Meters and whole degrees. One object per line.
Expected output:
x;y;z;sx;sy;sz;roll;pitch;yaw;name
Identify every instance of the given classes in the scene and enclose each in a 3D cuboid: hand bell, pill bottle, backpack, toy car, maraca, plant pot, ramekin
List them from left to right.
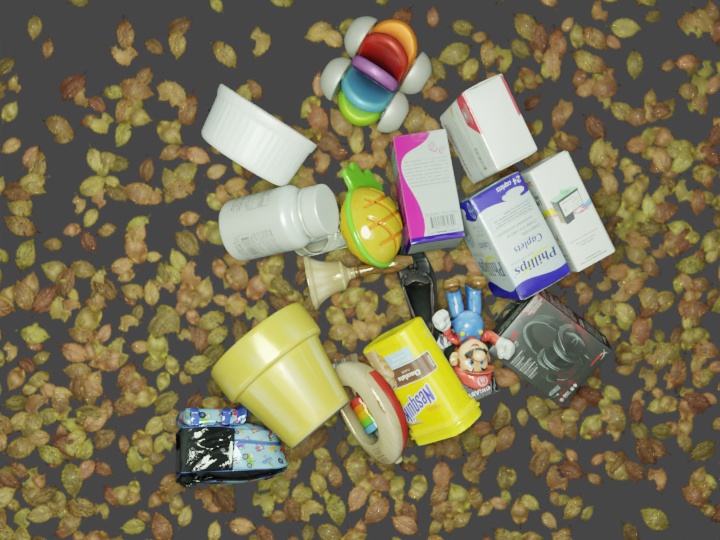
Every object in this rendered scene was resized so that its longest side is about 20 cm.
-0.232;0.319;1.343;0.197;0.183;0.137;2;74;-17;backpack
-0.186;-0.236;1.320;0.199;0.201;0.098;33;97;-4;ramekin
-0.144;-0.090;1.327;0.197;0.114;0.116;-11;92;25;pill bottle
-0.125;0.191;1.275;0.200;0.201;0.190;-38;81;-1;plant pot
0.000;0.000;1.375;0.197;0.104;0.106;-13;92;-1;hand bell
0.016;-0.101;1.337;0.106;0.136;0.203;-23;65;30;maraca
0.031;-0.362;1.347;0.174;0.150;0.202;32;90;-4;toy car

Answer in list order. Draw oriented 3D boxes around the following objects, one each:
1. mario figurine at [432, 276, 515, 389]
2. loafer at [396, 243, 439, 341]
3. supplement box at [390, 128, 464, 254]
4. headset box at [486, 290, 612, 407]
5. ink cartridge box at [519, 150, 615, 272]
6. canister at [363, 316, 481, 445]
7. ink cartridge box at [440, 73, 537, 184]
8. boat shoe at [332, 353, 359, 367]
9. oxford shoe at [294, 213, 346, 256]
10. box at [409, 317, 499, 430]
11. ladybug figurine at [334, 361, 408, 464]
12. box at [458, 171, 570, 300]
0.206;0.113;1.340;0.122;0.106;0.204;-12;81;28;mario figurine
0.111;0.039;1.382;0.071;0.063;0.203;-11;75;1;loafer
0.120;-0.143;1.365;0.099;0.103;0.204;-8;81;-3;supplement box
0.344;0.132;1.396;0.199;0.077;0.149;37;108;-5;headset box
0.370;-0.107;1.375;0.083;0.145;0.202;-27;93;-2;ink cartridge box
0.106;0.198;1.327;0.086;0.148;0.202;-32;91;-41;canister
0.225;-0.249;1.336;0.085;0.200;0.149;-27;93;-3;ink cartridge box
0.021;0.249;1.403;0.072;0.072;0.201;-34;93;-3;boat shoe
-0.035;-0.077;1.398;0.197;0.058;0.076;-20;89;-5;oxford shoe
0.146;0.193;1.420;0.197;0.049;0.162;-22;91;-2;box
0.023;0.248;1.316;0.071;0.136;0.202;-23;78;-36;ladybug figurine
0.265;-0.058;1.351;0.104;0.184;0.202;-29;93;-4;box
